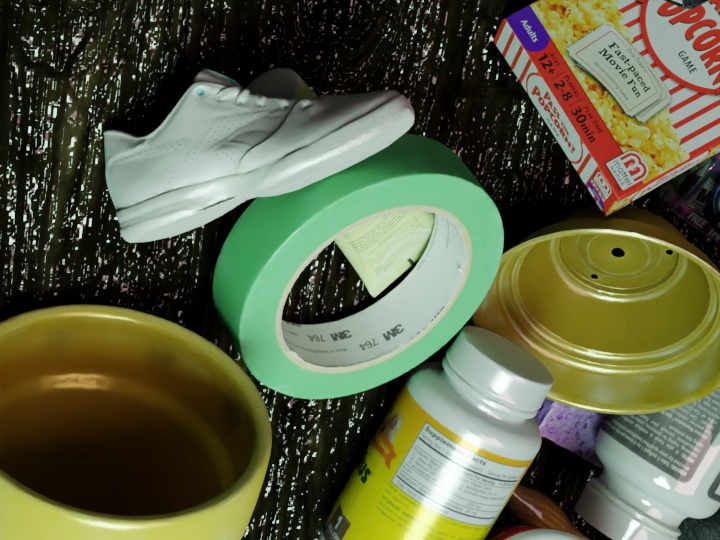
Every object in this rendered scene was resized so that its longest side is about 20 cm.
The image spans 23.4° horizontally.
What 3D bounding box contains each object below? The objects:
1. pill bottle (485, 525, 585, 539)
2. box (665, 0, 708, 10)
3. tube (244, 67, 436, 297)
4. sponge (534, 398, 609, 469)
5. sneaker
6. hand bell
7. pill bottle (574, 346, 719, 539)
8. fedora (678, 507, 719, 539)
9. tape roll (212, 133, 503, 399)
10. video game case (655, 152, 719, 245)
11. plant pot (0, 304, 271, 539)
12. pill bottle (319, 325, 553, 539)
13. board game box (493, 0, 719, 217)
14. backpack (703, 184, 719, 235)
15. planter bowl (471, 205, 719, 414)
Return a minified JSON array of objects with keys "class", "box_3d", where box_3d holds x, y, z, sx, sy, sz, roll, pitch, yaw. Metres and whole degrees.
[{"class":"pill bottle","box_3d":[0.126,0.250,1.319,0.112,0.200,0.112,1,83,-4]},{"class":"box","box_3d":[0.264,-0.304,1.155,0.200,0.050,0.199,-28,126,-19]},{"class":"tube","box_3d":[-0.012,-0.058,1.190,0.200,0.058,0.052,46,46,-42]},{"class":"sponge","box_3d":[0.228,0.116,1.432,0.200,0.030,0.112,30,94,-38]},{"class":"sneaker","box_3d":[-0.069,-0.088,1.079,0.200,0.075,0.089,-19,84,9]},{"class":"hand bell","box_3d":[0.185,0.230,1.441,0.200,0.104,0.104,40,88,-25]},{"class":"pill bottle","box_3d":[0.253,0.123,1.362,0.111,0.111,0.200,28,95,-38]},{"class":"fedora","box_3d":[0.308,0.224,1.409,0.091,0.201,0.201,-13,119,-13]},{"class":"tape roll","box_3d":[0.000,0.000,1.184,0.200,0.048,0.201,-20,139,-19]},{"class":"video game case","box_3d":[0.355,-0.074,1.333,0.200,0.036,0.181,32,108,-30]},{"class":"plant pot","box_3d":[-0.173,0.155,1.105,0.200,0.201,0.189,-5,130,-31]},{"class":"pill bottle","box_3d":[0.059,0.144,1.275,0.109,0.109,0.200,18,109,-37]},{"class":"board game box","box_3d":[0.218,-0.151,1.222,0.200,0.152,0.046,-29,170,-13]},{"class":"backpack","box_3d":[0.385,-0.034,1.256,0.200,0.147,0.183,-41,125,9]},{"class":"planter bowl","box_3d":[0.186,0.012,1.283,0.200,0.200,0.084,55,35,-37]}]
